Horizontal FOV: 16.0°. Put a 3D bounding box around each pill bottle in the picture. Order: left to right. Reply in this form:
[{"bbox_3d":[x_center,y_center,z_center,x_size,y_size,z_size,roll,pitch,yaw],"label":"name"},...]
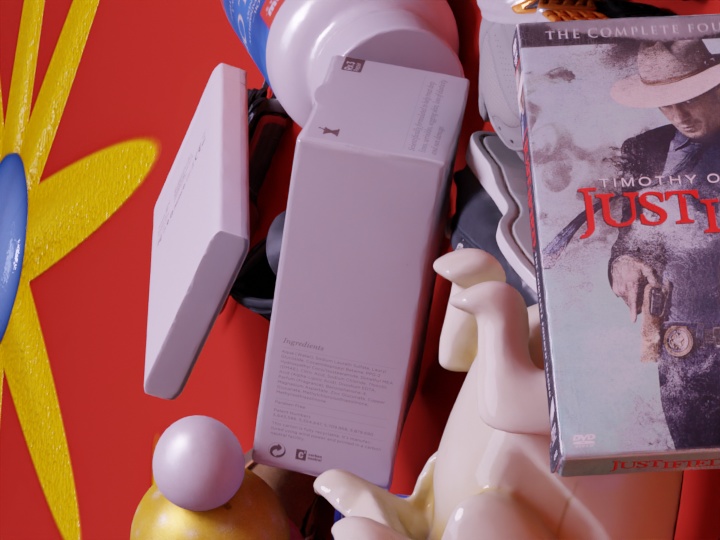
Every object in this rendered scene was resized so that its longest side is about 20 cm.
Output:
[{"bbox_3d":[-0.008,-0.139,1.473,0.200,0.112,0.112,-123,46,-59],"label":"pill bottle"}]

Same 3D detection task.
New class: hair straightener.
[{"bbox_3d":[-0.088,-0.072,1.738,0.077,0.041,0.200,-121,44,-58],"label":"hair straightener"}]

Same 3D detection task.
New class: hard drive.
[{"bbox_3d":[-0.104,-0.028,1.642,0.200,0.027,0.132,-93,25,-56],"label":"hard drive"}]

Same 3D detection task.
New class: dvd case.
[{"bbox_3d":[0.140,-0.015,1.020,0.022,0.146,0.200,90,178,-60],"label":"dvd case"}]

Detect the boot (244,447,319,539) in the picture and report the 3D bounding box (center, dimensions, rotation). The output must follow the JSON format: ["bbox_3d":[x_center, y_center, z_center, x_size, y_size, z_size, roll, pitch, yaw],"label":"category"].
[{"bbox_3d":[-0.042,0.145,1.529,0.075,0.074,0.200,65,149,21],"label":"boot"}]

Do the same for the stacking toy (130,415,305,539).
[{"bbox_3d":[-0.084,0.152,1.402,0.146,0.146,0.200,-107,7,-47],"label":"stacking toy"}]

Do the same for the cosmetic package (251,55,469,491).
[{"bbox_3d":[0.000,0.000,1.354,0.113,0.081,0.200,-73,-6,-59],"label":"cosmetic package"}]

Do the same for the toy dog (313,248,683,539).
[{"bbox_3d":[0.102,0.065,1.069,0.200,0.194,0.140,-55,0,3],"label":"toy dog"}]

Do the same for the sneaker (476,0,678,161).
[{"bbox_3d":[0.105,-0.089,1.244,0.200,0.076,0.092,-127,42,-71],"label":"sneaker"}]

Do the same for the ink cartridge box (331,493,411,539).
[{"bbox_3d":[0.012,0.220,1.371,0.094,0.044,0.200,175,104,-66],"label":"ink cartridge box"}]

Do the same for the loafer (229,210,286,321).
[{"bbox_3d":[-0.020,-0.009,1.506,0.201,0.070,0.068,145,129,-61],"label":"loafer"}]

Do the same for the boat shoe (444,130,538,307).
[{"bbox_3d":[0.086,-0.004,1.247,0.200,0.076,0.060,-102,28,-66],"label":"boat shoe"}]
